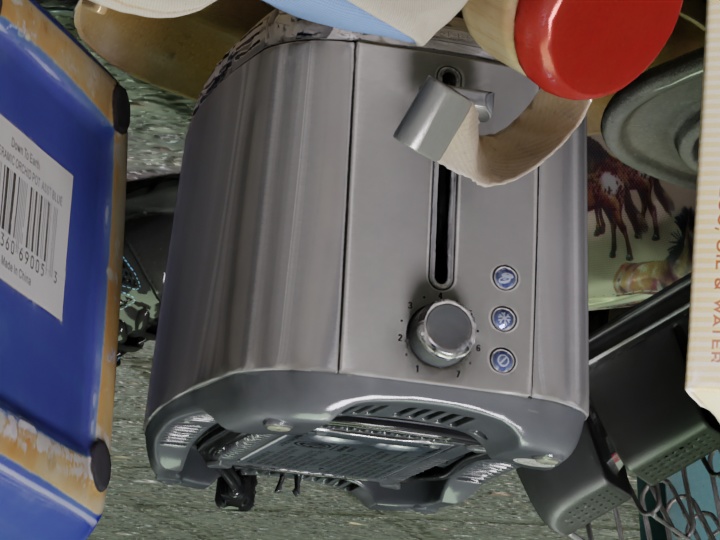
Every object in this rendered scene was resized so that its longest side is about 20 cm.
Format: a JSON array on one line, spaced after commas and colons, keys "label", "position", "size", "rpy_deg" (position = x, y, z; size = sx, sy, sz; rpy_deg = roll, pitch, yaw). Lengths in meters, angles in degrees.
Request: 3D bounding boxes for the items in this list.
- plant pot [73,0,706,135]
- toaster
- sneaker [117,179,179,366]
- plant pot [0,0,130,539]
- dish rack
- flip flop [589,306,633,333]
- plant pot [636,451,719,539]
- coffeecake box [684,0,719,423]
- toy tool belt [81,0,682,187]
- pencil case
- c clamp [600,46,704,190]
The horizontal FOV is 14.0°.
[{"label": "plant pot", "position": [0.014, -0.078, 0.891], "size": [0.199, 0.028, 0.200], "rpy_deg": [5, 169, 1]}, {"label": "toaster", "position": [0.000, 0.000, 0.885], "size": [0.113, 0.130, 0.200], "rpy_deg": [8, 167, -13]}, {"label": "sneaker", "position": [-0.094, 0.008, 1.199], "size": [0.199, 0.082, 0.073], "rpy_deg": [0, 165, 17]}, {"label": "plant pot", "position": [-0.177, -0.007, 0.878], "size": [0.179, 0.201, 0.200], "rpy_deg": [-2, 164, 16]}, {"label": "dish rack", "position": [0.153, 0.065, 0.975], "size": [0.153, 0.055, 0.200], "rpy_deg": [-31, 141, 21]}, {"label": "flip flop", "position": [0.091, 0.024, 1.082], "size": [0.081, 0.058, 0.200], "rpy_deg": [-29, -166, -2]}, {"label": "plant pot", "position": [0.251, 0.131, 1.528], "size": [0.199, 0.142, 0.141], "rpy_deg": [-3, 168, 0]}, {"label": "coffeecake box", "position": [0.187, -0.036, 0.711], "size": [0.199, 0.154, 0.073], "rpy_deg": [0, 167, 18]}, {"label": "toy tool belt", "position": [-0.026, -0.106, 0.625], "size": [0.123, 0.125, 0.200], "rpy_deg": [36, -172, 41]}, {"label": "pencil case", "position": [0.062, -0.016, 1.010], "size": [0.200, 0.090, 0.078], "rpy_deg": [-4, 167, 33]}, {"label": "c clamp", "position": [0.180, -0.050, 0.875], "size": [0.200, 0.027, 0.171], "rpy_deg": [-17, 157, 33]}]
